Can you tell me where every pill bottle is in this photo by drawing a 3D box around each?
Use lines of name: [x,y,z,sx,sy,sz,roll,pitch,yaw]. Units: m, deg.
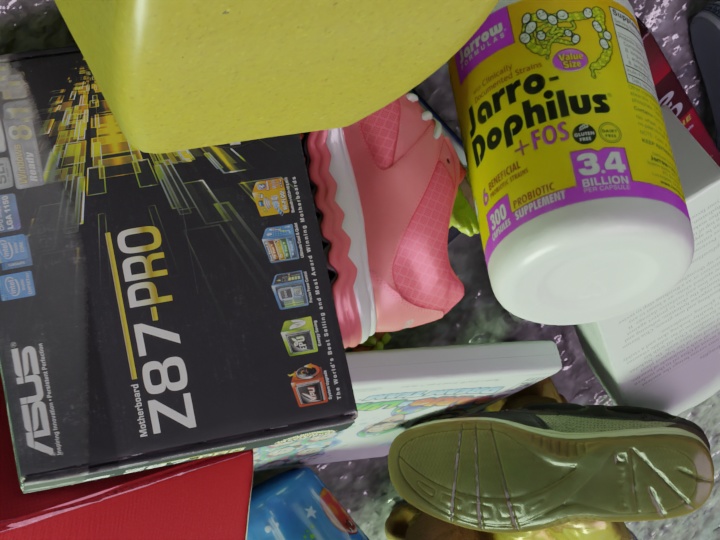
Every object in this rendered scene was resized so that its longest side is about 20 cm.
pill bottle: [0.101,-0.082,0.880,0.103,0.202,0.105,-7,152,-4]

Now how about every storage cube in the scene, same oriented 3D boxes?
storage cube: [-0.173,0.119,0.904,0.178,0.171,0.201,-14,135,-25]

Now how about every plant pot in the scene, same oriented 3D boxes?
plant pot: [-0.049,-0.165,0.718,0.192,0.196,0.201,-10,142,-28]

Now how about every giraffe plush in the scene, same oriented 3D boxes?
giraffe plush: [0.097,0.182,1.183,0.161,0.173,0.201,-27,124,7]

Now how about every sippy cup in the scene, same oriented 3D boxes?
sippy cup: [-0.042,0.204,1.098,0.177,0.131,0.140,-31,-179,27]

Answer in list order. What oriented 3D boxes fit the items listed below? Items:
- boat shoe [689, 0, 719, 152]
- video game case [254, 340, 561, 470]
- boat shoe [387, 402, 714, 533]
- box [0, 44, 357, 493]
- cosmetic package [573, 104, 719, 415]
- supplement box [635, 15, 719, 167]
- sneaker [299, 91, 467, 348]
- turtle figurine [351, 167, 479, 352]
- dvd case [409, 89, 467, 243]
boat shoe: [0.276,-0.099,1.085,0.090,0.071,0.201,-29,129,-10]
video game case: [-0.006,0.086,1.035,0.199,0.024,0.182,-2,159,-40]
boat shoe: [0.119,0.118,1.056,0.198,0.066,0.073,-2,104,14]
box: [-0.099,-0.009,0.808,0.159,0.202,0.049,-9,170,-13]
cosmetic package: [0.176,0.005,1.034,0.101,0.072,0.201,-30,141,-2]
supplement box: [0.154,-0.073,1.045,0.109,0.061,0.200,-39,140,5]
sneaker: [0.009,-0.065,0.863,0.086,0.074,0.203,-6,93,-15]
turtle figurine: [0.000,0.000,0.962,0.160,0.065,0.200,-33,156,18]
dvd case: [-0.018,-0.046,0.974,0.150,0.025,0.200,-42,140,6]
